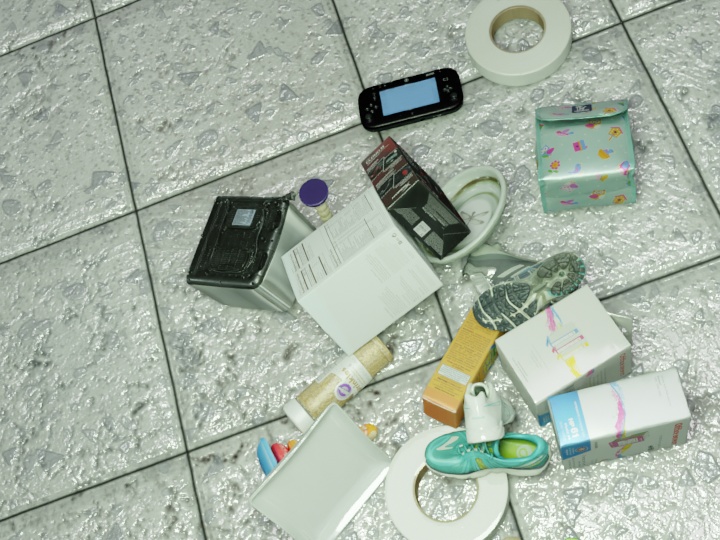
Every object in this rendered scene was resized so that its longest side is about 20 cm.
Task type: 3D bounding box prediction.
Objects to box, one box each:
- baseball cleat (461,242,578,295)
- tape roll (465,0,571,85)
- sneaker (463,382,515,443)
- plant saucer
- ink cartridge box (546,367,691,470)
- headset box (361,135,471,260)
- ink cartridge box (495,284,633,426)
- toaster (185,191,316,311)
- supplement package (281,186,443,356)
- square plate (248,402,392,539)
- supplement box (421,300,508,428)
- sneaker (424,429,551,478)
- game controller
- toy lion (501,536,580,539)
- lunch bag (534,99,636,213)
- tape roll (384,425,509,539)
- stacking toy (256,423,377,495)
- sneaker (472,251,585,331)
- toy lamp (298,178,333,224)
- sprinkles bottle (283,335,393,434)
[{"bbox_3d":[0.266,0.022,1.781,0.199,0.070,0.107,22,79,32],"label":"baseball cleat"},{"bbox_3d":[0.297,-0.443,1.982,0.201,0.037,0.205,-5,66,12],"label":"tape roll"},{"bbox_3d":[0.198,0.207,1.637,0.070,0.200,0.081,-12,92,11],"label":"sneaker"},{"bbox_3d":[0.183,-0.087,1.825,0.199,0.050,0.201,-34,35,28],"label":"plant saucer"},{"bbox_3d":[0.393,0.227,1.605,0.198,0.145,0.085,-16,63,7],"label":"ink cartridge box"},{"bbox_3d":[0.089,-0.130,1.800,0.075,0.148,0.200,-42,32,11],"label":"headset box"},{"bbox_3d":[0.334,0.130,1.674,0.199,0.129,0.126,-31,63,-2],"label":"ink cartridge box"},{"bbox_3d":[-0.185,-0.035,1.864,0.198,0.119,0.182,3,66,35],"label":"toaster"},{"bbox_3d":[0.000,0.000,1.758,0.199,0.152,0.151,-37,33,7],"label":"supplement package"},{"bbox_3d":[-0.060,0.328,1.658,0.198,0.200,0.028,-49,39,-11],"label":"square plate"},{"bbox_3d":[0.173,0.152,1.720,0.068,0.067,0.201,21,63,20],"label":"supplement box"},{"bbox_3d":[0.195,0.274,1.631,0.198,0.080,0.078,-5,65,11],"label":"sneaker"},{"bbox_3d":[0.093,-0.322,1.984,0.198,0.042,0.105,-13,64,7],"label":"game controller"},{"bbox_3d":[0.280,0.493,1.568,0.190,0.069,0.202,16,71,12],"label":"toy lion"},{"bbox_3d":[0.386,-0.214,1.821,0.169,0.122,0.202,-5,57,14],"label":"lunch bag"},{"bbox_3d":[0.137,0.348,1.676,0.201,0.037,0.205,-5,64,11],"label":"tape roll"},{"bbox_3d":[-0.059,0.303,1.722,0.198,0.117,0.110,-23,54,-13],"label":"stacking toy"},{"bbox_3d":[0.275,0.034,1.699,0.199,0.086,0.078,-28,92,19],"label":"sneaker"},{"bbox_3d":[-0.055,-0.090,1.828,0.058,0.200,0.059,-5,65,10],"label":"toy lamp"},{"bbox_3d":[-0.037,0.190,1.773,0.200,0.068,0.068,-42,64,-7],"label":"sprinkles bottle"}]
